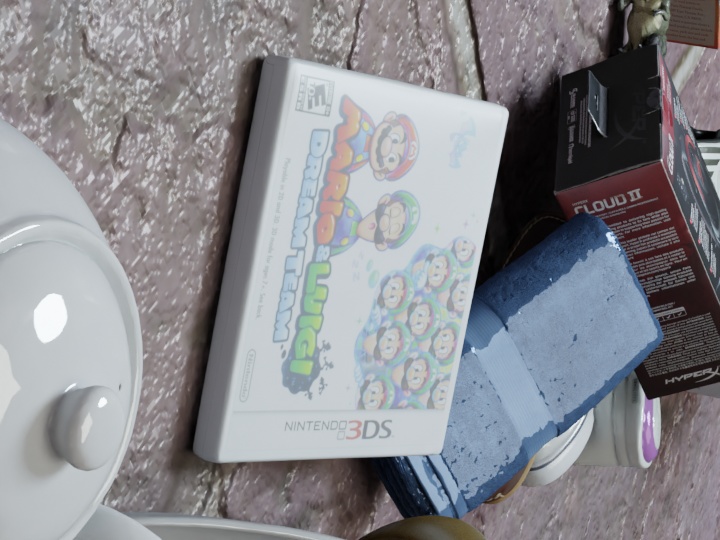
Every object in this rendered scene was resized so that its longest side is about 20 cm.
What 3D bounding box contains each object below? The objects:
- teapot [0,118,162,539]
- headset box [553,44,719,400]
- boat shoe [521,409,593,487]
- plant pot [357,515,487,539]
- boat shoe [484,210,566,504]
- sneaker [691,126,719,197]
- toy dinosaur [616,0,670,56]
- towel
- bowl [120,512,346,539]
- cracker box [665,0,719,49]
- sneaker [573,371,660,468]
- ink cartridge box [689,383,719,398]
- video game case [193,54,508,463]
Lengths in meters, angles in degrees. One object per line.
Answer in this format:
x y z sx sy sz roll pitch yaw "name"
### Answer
-0.138 0.038 0.546 0.200 0.145 0.199 -6 107 -62 "teapot"
0.191 -0.041 1.114 0.149 0.075 0.201 -78 146 -52 "headset box"
0.135 0.049 1.147 0.201 0.072 0.066 -63 149 -27 "boat shoe"
-0.001 0.215 0.870 0.027 0.200 0.201 32 70 -26 "plant pot"
0.102 0.053 1.085 0.070 0.070 0.201 35 69 -63 "boat shoe"
0.291 -0.051 1.389 0.200 0.075 0.116 38 70 -58 "sneaker"
0.200 -0.147 1.211 0.088 0.047 0.201 -54 149 -48 "toy dinosaur"
0.087 0.059 1.014 0.200 0.048 0.112 -37 119 -18 "towel"
-0.071 0.207 0.757 0.199 0.075 0.201 13 89 -24 "bowl"
0.271 -0.287 1.264 0.134 0.057 0.201 -47 140 -45 "cracker box"
0.166 0.063 1.217 0.201 0.099 0.075 -79 156 -52 "sneaker"
0.388 0.057 1.487 0.146 0.199 0.086 -40 135 -49 "ink cartridge box"
0.000 0.000 0.878 0.181 0.024 0.201 5 97 -49 "video game case"
